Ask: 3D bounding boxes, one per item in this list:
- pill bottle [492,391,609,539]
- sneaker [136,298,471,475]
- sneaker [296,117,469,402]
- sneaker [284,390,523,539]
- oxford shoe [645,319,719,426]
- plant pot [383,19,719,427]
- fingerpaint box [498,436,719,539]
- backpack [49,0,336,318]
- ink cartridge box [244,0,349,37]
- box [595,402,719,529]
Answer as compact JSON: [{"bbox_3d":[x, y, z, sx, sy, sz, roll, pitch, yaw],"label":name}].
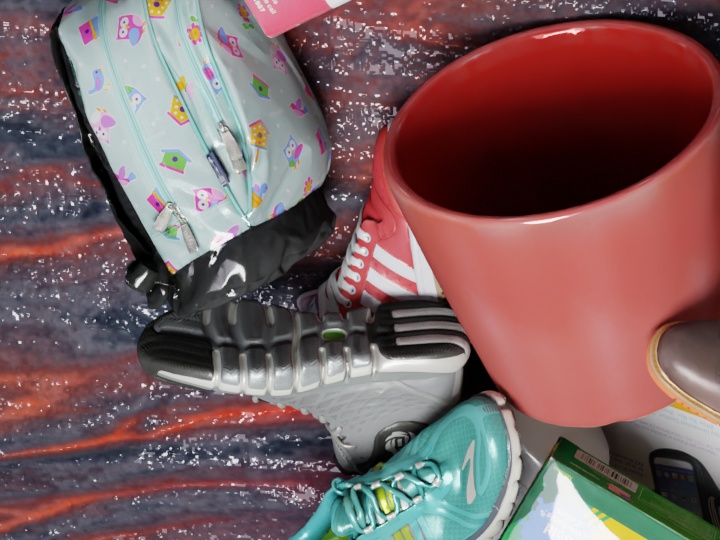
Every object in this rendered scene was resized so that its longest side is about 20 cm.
[{"bbox_3d":[0.064,0.156,1.787,0.109,0.109,0.200,37,125,-9],"label":"pill bottle"},{"bbox_3d":[-0.033,0.080,1.720,0.200,0.075,0.116,0,130,2],"label":"sneaker"},{"bbox_3d":[0.000,0.000,1.746,0.112,0.071,0.200,-3,120,11],"label":"sneaker"},{"bbox_3d":[0.023,0.143,1.693,0.080,0.078,0.200,6,141,-43],"label":"sneaker"},{"bbox_3d":[0.260,0.055,1.575,0.200,0.071,0.073,11,150,-6],"label":"oxford shoe"},{"bbox_3d":[0.127,-0.020,1.648,0.200,0.200,0.177,-5,127,15],"label":"plant pot"},{"bbox_3d":[0.159,0.222,1.666,0.200,0.073,0.167,31,102,5],"label":"fingerpaint box"},{"bbox_3d":[-0.095,-0.088,1.682,0.127,0.167,0.200,-23,95,15],"label":"backpack"},{"bbox_3d":[0.002,-0.243,1.602,0.200,0.084,0.145,-24,111,24],"label":"ink cartridge box"},{"bbox_3d":[0.200,0.143,1.768,0.119,0.041,0.200,19,129,39],"label":"box"}]
